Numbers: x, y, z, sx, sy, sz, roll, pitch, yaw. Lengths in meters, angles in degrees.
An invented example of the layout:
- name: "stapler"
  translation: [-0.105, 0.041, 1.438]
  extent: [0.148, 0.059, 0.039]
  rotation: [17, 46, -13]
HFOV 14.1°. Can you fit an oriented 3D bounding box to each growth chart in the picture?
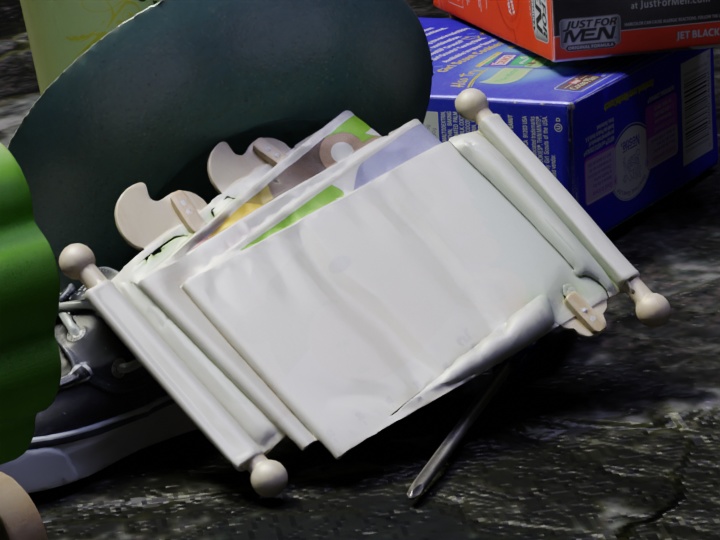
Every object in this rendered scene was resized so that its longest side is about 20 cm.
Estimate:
- name: "growth chart"
  translation: [0.000, 0.000, 1.101]
  extent: [0.200, 0.018, 0.145]
  rotation: [-25, 65, -23]

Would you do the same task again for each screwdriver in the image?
- name: "screwdriver"
  translation: [0.051, 0.048, 1.124]
  extent: [0.028, 0.029, 0.200]
  rotation: [2, 27, 20]

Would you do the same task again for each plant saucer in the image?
- name: "plant saucer"
  translation: [-0.051, -0.034, 1.174]
  extent: [0.201, 0.201, 0.039]
  rotation: [-13, 50, -26]

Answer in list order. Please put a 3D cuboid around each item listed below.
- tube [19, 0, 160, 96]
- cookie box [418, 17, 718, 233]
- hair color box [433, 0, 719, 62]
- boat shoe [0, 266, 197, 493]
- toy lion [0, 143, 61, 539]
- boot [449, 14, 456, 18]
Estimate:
- name: "tube"
  translation: [-0.109, -0.077, 1.250]
  extent: [0.052, 0.201, 0.058]
  rotation: [1, 17, 24]
- name: "cookie box"
  translation: [0.047, -0.070, 1.395]
  extent: [0.200, 0.075, 0.171]
  rotation: [5, 18, 29]
- name: "hair color box"
  translation: [0.107, -0.147, 1.404]
  extent: [0.101, 0.061, 0.200]
  rotation: [-6, 13, -12]
- name: "boat shoe"
  translation: [-0.099, 0.033, 1.113]
  extent: [0.200, 0.068, 0.072]
  rotation: [-16, 21, -34]
- name: "toy lion"
  translation: [-0.169, 0.014, 0.959]
  extent: [0.069, 0.192, 0.200]
  rotation: [-19, 32, -39]
- name: "boot"
  translation: [0.151, -0.164, 1.737]
  extent: [0.199, 0.069, 0.188]
  rotation: [-15, 26, -9]
